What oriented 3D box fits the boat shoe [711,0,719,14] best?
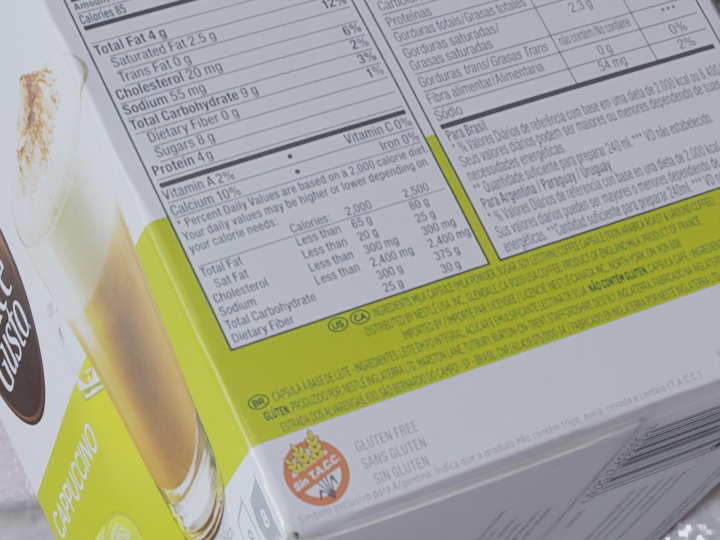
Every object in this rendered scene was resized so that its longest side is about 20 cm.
[{"bbox_3d":[0.152,-0.062,0.776,0.200,0.071,0.069,47,126,30],"label":"boat shoe"}]

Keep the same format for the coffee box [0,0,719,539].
[{"bbox_3d":[0.000,0.000,0.800,0.198,0.200,0.200,63,154,18],"label":"coffee box"}]
